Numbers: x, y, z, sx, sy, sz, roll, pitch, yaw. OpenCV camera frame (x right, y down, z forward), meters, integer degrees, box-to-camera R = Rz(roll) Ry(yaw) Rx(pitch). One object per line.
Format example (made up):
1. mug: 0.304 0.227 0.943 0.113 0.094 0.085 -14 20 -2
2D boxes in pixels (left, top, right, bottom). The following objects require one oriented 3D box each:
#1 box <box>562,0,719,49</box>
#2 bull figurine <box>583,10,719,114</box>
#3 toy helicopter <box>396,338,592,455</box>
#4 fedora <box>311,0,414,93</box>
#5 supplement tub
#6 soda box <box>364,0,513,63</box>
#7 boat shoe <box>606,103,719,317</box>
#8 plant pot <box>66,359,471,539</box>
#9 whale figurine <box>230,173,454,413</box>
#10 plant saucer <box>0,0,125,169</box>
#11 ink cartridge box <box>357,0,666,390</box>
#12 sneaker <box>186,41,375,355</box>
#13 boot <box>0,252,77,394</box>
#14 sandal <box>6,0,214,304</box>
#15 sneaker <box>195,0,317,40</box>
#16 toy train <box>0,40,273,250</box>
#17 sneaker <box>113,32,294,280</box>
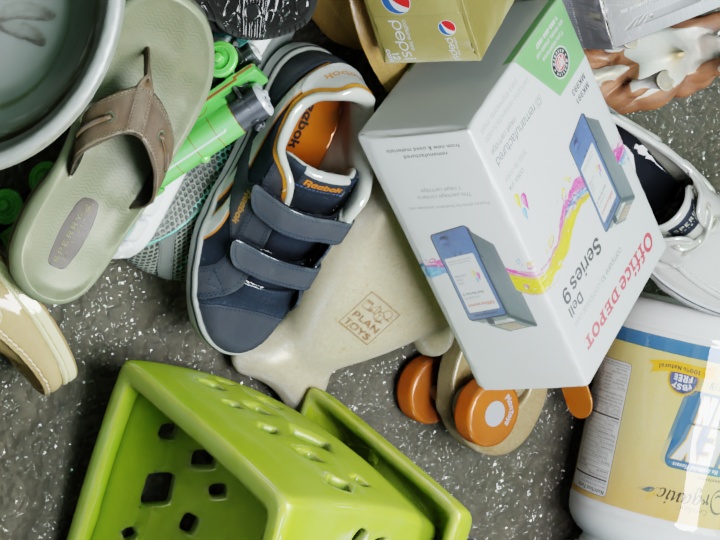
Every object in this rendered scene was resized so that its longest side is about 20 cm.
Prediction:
1. box: 0.193 -0.201 1.737 0.199 0.158 0.049 -23 106 -27
2. bull figurine: 0.183 -0.137 1.777 0.199 0.121 0.066 -23 95 -34
3. toy helicopter: 0.112 0.028 1.777 0.132 0.079 0.202 11 94 -41
4. fedora: 0.014 -0.193 1.650 0.200 0.081 0.202 2 88 -63
5. supplement tub: 0.227 0.125 1.827 0.144 0.144 0.202 9 94 -33
6. soda box: 0.069 -0.210 1.591 0.201 0.067 0.064 -62 142 -43
7. boat shoe: 0.205 -0.039 1.710 0.072 0.066 0.200 -43 106 -3
8. plant pot: -0.056 0.184 1.614 0.181 0.200 0.200 4 112 -40
9. whale figurine: 0.000 0.000 1.703 0.200 0.104 0.159 -46 121 11
10. plant saucer: -0.213 -0.152 1.489 0.050 0.199 0.202 11 93 -66
11. ink cartridge box: 0.099 -0.046 1.612 0.146 0.087 0.201 -54 130 -41
12. sneaker: -0.048 -0.036 1.590 0.078 0.079 0.201 9 103 -34
13. boot: -0.275 0.039 1.532 0.156 0.073 0.200 -49 118 -16
14. sandal: -0.138 -0.067 1.506 0.079 0.057 0.202 20 100 -25
15. sneaker: -0.133 -0.173 1.569 0.199 0.104 0.061 -6 107 -33
16. toy train: -0.137 -0.067 1.567 0.199 0.042 0.057 -33 74 8
17. sneaker: -0.094 -0.081 1.635 0.091 0.077 0.201 35 87 -41
